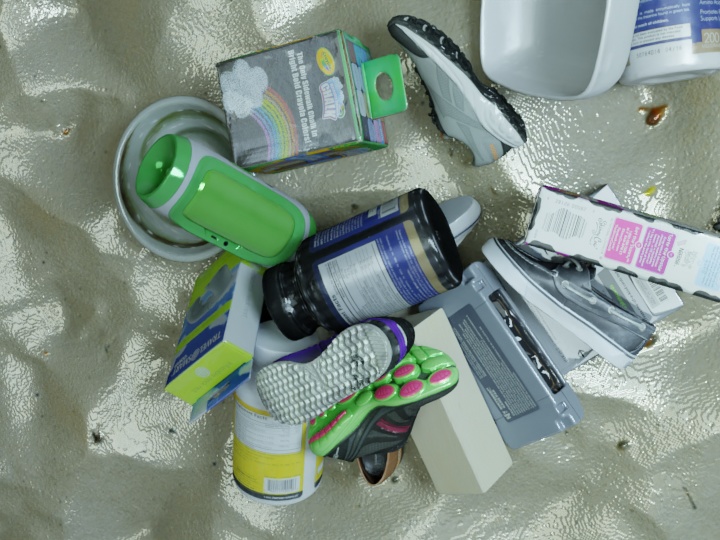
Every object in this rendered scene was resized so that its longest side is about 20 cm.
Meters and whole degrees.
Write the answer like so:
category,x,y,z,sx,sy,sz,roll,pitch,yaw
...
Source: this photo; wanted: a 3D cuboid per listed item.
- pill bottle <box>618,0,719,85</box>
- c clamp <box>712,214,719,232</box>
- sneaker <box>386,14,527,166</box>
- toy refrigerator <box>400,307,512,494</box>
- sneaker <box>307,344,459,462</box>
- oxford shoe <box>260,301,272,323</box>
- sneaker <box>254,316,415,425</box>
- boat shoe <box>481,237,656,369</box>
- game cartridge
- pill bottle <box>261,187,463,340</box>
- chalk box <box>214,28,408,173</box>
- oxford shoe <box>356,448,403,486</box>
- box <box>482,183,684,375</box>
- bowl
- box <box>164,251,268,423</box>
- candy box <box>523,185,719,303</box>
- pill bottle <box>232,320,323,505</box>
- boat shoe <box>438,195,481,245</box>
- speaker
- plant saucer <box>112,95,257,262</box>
category,x,y,z,sx,sy,sz,roll,pitch,yaw
pill bottle,0.309,-0.296,0.842,0.110,0.111,0.203,-5,95,16
c clamp,0.447,-0.008,0.881,0.170,0.027,0.202,-28,89,17
sneaker,0.096,-0.195,0.914,0.079,0.074,0.200,-37,105,26
toy refrigerator,0.094,0.150,0.955,0.076,0.070,0.202,-19,99,49
sneaker,0.031,0.148,0.908,0.199,0.077,0.084,-34,129,28
oxford shoe,-0.069,0.029,1.010,0.084,0.073,0.200,46,115,-1
sneaker,-0.020,0.100,0.867,0.199,0.099,0.070,-27,87,37
boat shoe,0.221,0.019,0.882,0.199,0.072,0.068,39,106,6
game cartridge,0.149,0.099,0.933,0.201,0.041,0.133,57,151,6
pill bottle,0.000,0.000,0.888,0.198,0.112,0.113,-23,90,16
chalk box,-0.043,-0.191,0.946,0.198,0.124,0.126,-10,92,15
oxford shoe,0.017,0.158,0.986,0.070,0.071,0.202,-5,101,16
box,0.232,0.023,0.937,0.199,0.041,0.157,-34,86,15
bowl,0.208,-0.279,0.843,0.074,0.199,0.202,-7,112,-26
box,-0.162,0.061,0.962,0.047,0.201,0.122,34,127,-25
candy box,0.268,-0.030,0.830,0.198,0.136,0.062,17,100,12
pill bottle,-0.095,0.166,0.985,0.111,0.112,0.202,11,114,14
boat shoe,0.066,-0.007,0.973,0.199,0.071,0.070,-37,113,12
speaker,-0.142,-0.069,0.908,0.088,0.199,0.089,-24,53,36
plant saucer,-0.211,-0.113,1.036,0.198,0.050,0.203,2,97,17
